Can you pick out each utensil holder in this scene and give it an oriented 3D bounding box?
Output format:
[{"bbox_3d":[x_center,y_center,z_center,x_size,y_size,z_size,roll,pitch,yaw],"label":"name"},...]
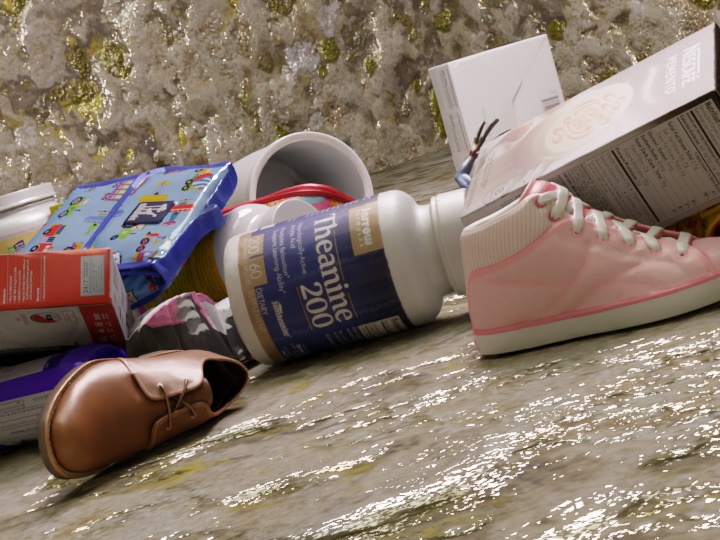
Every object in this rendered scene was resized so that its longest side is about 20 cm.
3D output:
[{"bbox_3d":[-0.098,-0.085,1.941,0.170,0.170,0.200,-20,4,-23],"label":"utensil holder"}]

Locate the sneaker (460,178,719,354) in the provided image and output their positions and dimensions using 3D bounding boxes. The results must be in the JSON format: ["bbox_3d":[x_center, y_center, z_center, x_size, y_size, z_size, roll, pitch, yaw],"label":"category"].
[{"bbox_3d":[0.157,-0.016,0.956,0.200,0.105,0.075,-14,5,18],"label":"sneaker"}]

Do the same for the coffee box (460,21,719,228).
[{"bbox_3d":[0.179,-0.077,1.037,0.200,0.080,0.114,-27,23,26],"label":"coffee box"}]

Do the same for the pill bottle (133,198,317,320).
[{"bbox_3d":[-0.117,0.003,1.359,0.200,0.104,0.104,-26,-1,41],"label":"pill bottle"}]

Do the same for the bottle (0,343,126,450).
[{"bbox_3d":[-0.281,0.109,1.182,0.200,0.065,0.084,-15,0,21],"label":"bottle"}]

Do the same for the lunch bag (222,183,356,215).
[{"bbox_3d":[-0.087,-0.022,1.486,0.200,0.082,0.176,-15,-19,31],"label":"lunch bag"}]

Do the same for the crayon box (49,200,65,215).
[{"bbox_3d":[-0.311,-0.030,1.985,0.200,0.173,0.058,-12,8,38],"label":"crayon box"}]

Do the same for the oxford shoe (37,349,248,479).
[{"bbox_3d":[-0.144,0.089,1.005,0.071,0.072,0.200,-8,9,28],"label":"oxford shoe"}]

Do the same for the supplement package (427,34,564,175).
[{"bbox_3d":[0.207,-0.218,2.117,0.155,0.201,0.111,-18,7,-12],"label":"supplement package"}]

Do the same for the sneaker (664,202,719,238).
[{"bbox_3d":[0.242,-0.036,1.034,0.077,0.073,0.200,-18,5,-42],"label":"sneaker"}]

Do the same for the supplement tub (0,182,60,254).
[{"bbox_3d":[-0.462,-0.010,2.073,0.145,0.201,0.145,-18,5,2],"label":"supplement tub"}]

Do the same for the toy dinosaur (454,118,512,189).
[{"bbox_3d":[0.109,-0.032,1.334,0.181,0.105,0.200,-17,38,47],"label":"toy dinosaur"}]

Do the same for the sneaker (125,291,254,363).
[{"bbox_3d":[-0.144,0.067,1.218,0.086,0.081,0.200,-20,-7,20],"label":"sneaker"}]

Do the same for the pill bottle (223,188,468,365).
[{"bbox_3d":[0.000,0.000,1.183,0.199,0.111,0.111,-16,6,11],"label":"pill bottle"}]

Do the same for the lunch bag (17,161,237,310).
[{"bbox_3d":[-0.197,-0.021,1.307,0.200,0.094,0.151,-14,29,34],"label":"lunch bag"}]

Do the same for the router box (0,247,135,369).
[{"bbox_3d":[-0.277,0.049,1.202,0.179,0.049,0.200,-4,-24,-2],"label":"router box"}]
